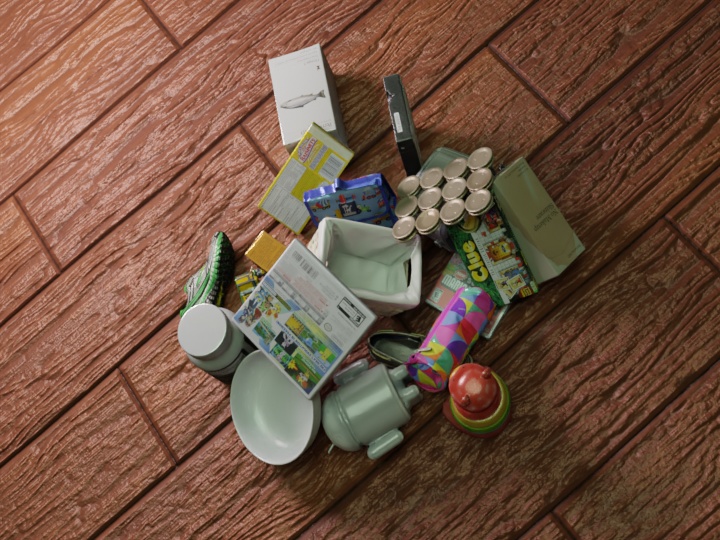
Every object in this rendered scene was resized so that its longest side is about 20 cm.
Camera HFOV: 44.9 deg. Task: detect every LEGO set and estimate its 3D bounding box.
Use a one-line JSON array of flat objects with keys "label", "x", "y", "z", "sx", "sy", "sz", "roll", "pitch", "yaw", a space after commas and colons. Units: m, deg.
[{"label": "LEGO set", "x": -0.144, "y": 0.077, "z": 1.603, "sx": 0.113, "sy": 0.202, "sz": 0.156, "roll": -20, "pitch": 54, "yaw": -2}]

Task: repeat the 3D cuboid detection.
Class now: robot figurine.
[{"label": "robot figurine", "x": 0.013, "y": 0.244, "z": 1.542, "sx": 0.197, "sy": 0.113, "sz": 0.172, "roll": -28, "pitch": 65, "yaw": 4}]

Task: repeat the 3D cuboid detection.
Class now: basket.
[{"label": "basket", "x": 0.000, "y": 0.000, "z": 1.582, "sx": 0.195, "sy": 0.123, "sz": 0.139, "roll": 10, "pitch": 71, "yaw": -20}]

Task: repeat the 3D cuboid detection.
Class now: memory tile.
[{"label": "memory tile", "x": 0.146, "y": -0.131, "z": 1.535, "sx": 0.196, "sy": 0.017, "sz": 0.156, "roll": -18, "pitch": 44, "yaw": 28}]

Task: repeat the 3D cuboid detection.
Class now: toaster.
[{"label": "toaster", "x": 0.171, "y": -0.143, "z": 1.629, "sx": 0.128, "sy": 0.114, "sz": 0.202, "roll": 29, "pitch": 81, "yaw": 35}]

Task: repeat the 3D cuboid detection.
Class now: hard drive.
[{"label": "hard drive", "x": 0.086, "y": -0.259, "z": 1.650, "sx": 0.037, "sy": 0.201, "sz": 0.143, "roll": -13, "pitch": 68, "yaw": 6}]

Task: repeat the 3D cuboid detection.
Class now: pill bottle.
[{"label": "pill bottle", "x": -0.254, "y": 0.136, "z": 1.599, "sx": 0.113, "sy": 0.200, "sz": 0.119, "roll": -4, "pitch": 69, "yaw": 12}]

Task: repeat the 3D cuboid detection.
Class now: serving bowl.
[{"label": "serving bowl", "x": -0.141, "y": 0.237, "z": 1.554, "sx": 0.196, "sy": 0.065, "sz": 0.206, "roll": 4, "pitch": 97, "yaw": 36}]

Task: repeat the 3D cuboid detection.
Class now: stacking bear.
[{"label": "stacking bear", "x": 0.195, "y": 0.211, "z": 1.462, "sx": 0.121, "sy": 0.200, "sz": 0.114, "roll": -44, "pitch": 67, "yaw": -4}]

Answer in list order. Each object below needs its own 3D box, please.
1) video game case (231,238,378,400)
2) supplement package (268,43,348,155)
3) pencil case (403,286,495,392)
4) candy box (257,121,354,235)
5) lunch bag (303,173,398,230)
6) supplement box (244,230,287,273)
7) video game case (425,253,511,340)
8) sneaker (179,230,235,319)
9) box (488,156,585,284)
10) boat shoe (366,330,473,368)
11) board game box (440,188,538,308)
[{"label": "video game case", "x": -0.096, "y": 0.082, "z": 1.474, "sx": 0.200, "sy": 0.022, "sz": 0.183, "roll": 43, "pitch": 98, "yaw": 15}, {"label": "supplement package", "x": -0.104, "y": -0.330, "z": 1.766, "sx": 0.114, "sy": 0.118, "sz": 0.205, "roll": -15, "pitch": 69, "yaw": 7}, {"label": "pencil case", "x": 0.157, "y": 0.117, "z": 1.517, "sx": 0.087, "sy": 0.089, "sz": 0.201, "roll": 27, "pitch": 58, "yaw": 20}, {"label": "candy box", "x": -0.107, "y": -0.177, "z": 1.697, "sx": 0.101, "sy": 0.026, "sz": 0.201, "roll": 35, "pitch": 109, "yaw": -7}, {"label": "lunch bag", "x": -0.016, "y": -0.127, "z": 1.629, "sx": 0.147, "sy": 0.200, "sz": 0.096, "roll": -11, "pitch": 68, "yaw": 10}, {"label": "supplement box", "x": -0.128, "y": 0.006, "z": 1.685, "sx": 0.198, "sy": 0.067, "sz": 0.069, "roll": 33, "pitch": 81, "yaw": 21}, {"label": "video game case", "x": 0.230, "y": 0.009, "z": 1.622, "sx": 0.141, "sy": 0.017, "sz": 0.202, "roll": 29, "pitch": 80, "yaw": 21}, {"label": "sneaker", "x": -0.306, "y": 0.016, "z": 1.719, "sx": 0.083, "sy": 0.078, "sz": 0.205, "roll": 11, "pitch": 75, "yaw": 17}, {"label": "box", "x": 0.298, "y": -0.086, "z": 1.549, "sx": 0.095, "sy": 0.078, "sz": 0.202, "roll": -39, "pitch": 94, "yaw": -29}, {"label": "boat shoe", "x": 0.106, "y": 0.151, "z": 1.580, "sx": 0.195, "sy": 0.060, "sz": 0.073, "roll": 12, "pitch": 73, "yaw": 17}, {"label": "board game box", "x": 0.228, "y": -0.033, "z": 1.537, "sx": 0.103, "sy": 0.024, "sz": 0.203, "roll": -22, "pitch": 106, "yaw": 25}]
